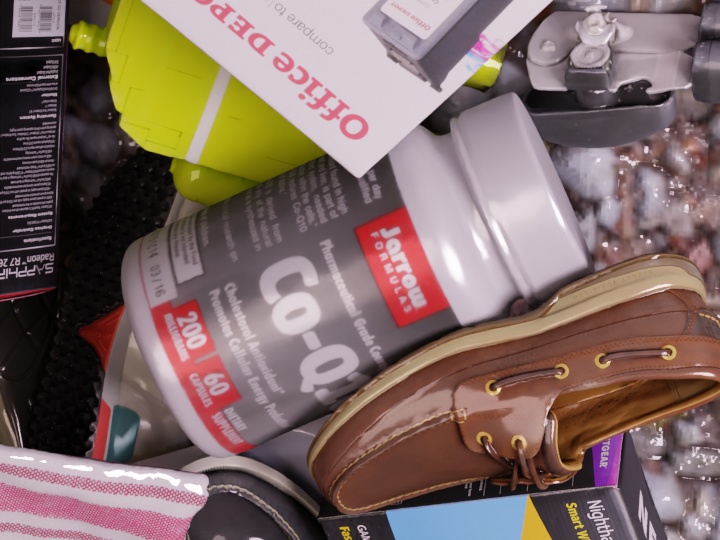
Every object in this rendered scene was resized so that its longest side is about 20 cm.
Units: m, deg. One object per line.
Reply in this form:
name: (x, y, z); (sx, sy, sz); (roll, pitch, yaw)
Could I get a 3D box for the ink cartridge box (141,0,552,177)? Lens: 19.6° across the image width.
ink cartridge box: (0.016, -0.161, 0.890); (0.148, 0.086, 0.200); (39, 111, -21)

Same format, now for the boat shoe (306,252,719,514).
boat shoe: (0.071, 0.063, 0.934); (0.200, 0.072, 0.068); (-25, 56, 7)

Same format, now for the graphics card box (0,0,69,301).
graphics card box: (-0.197, -0.095, 1.016); (0.125, 0.051, 0.200); (17, 109, 45)

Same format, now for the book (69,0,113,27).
book: (-0.096, -0.169, 1.039); (0.200, 0.048, 0.134); (33, 114, 3)

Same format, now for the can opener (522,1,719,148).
can opener: (0.174, -0.094, 0.974); (0.200, 0.053, 0.067); (1, 140, 20)

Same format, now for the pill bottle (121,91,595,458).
pill bottle: (0.000, 0.000, 0.974); (0.200, 0.114, 0.114); (-24, 98, 9)

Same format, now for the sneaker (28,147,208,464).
sneaker: (-0.102, 0.030, 1.091); (0.070, 0.093, 0.200); (13, 86, 49)

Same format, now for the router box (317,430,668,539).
router box: (0.083, 0.164, 1.030); (0.149, 0.051, 0.200); (-9, 129, 20)

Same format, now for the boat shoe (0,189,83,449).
boat shoe: (-0.189, 0.045, 1.114); (0.074, 0.076, 0.200); (1, 98, 44)

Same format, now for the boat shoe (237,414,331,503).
boat shoe: (0.038, 0.091, 1.054); (0.200, 0.065, 0.074); (20, 135, -8)

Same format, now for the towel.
towel: (-0.164, 0.164, 0.984); (0.146, 0.030, 0.200); (7, 125, -21)

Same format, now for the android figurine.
android figurine: (-0.038, -0.103, 0.997); (0.200, 0.041, 0.182); (15, 119, -12)

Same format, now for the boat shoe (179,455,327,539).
boat shoe: (-0.031, 0.174, 1.029); (0.072, 0.068, 0.200); (-25, 118, 7)

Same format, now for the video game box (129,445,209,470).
video game box: (-0.151, 0.189, 1.072); (0.200, 0.047, 0.182); (-15, 128, -15)
